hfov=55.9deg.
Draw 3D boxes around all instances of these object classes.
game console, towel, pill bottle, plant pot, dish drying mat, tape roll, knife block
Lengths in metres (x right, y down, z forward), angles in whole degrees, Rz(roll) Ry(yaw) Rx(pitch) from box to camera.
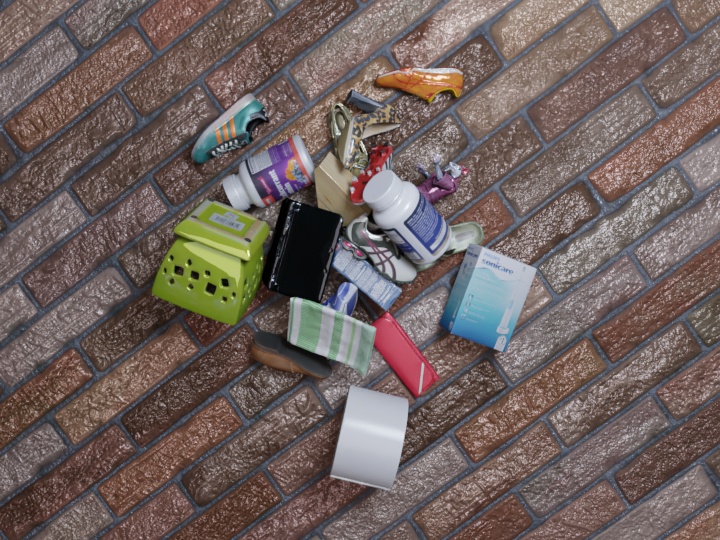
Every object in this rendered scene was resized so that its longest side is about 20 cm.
[{"bbox_3d":[-0.133,-0.045,1.504,0.115,0.176,0.203,15,94,-17],"label":"game console"},{"bbox_3d":[-0.067,0.140,1.468,0.197,0.023,0.154,22,135,13],"label":"towel"},{"bbox_3d":[0.095,-0.112,1.403,0.111,0.111,0.200,-45,125,3],"label":"pill bottle"},{"bbox_3d":[-0.308,-0.031,1.458,0.197,0.200,0.184,21,115,-1],"label":"plant pot"},{"bbox_3d":[0.097,0.196,1.579,0.076,0.018,0.201,-38,93,4],"label":"dish drying mat"},{"bbox_3d":[-0.202,-0.209,1.510,0.197,0.111,0.113,-26,93,3],"label":"pill bottle"},{"bbox_3d":[0.019,0.369,1.502,0.137,0.203,0.207,12,94,0],"label":"tape roll"},{"bbox_3d":[-0.006,-0.149,1.491,0.172,0.064,0.202,10,131,17],"label":"knife block"}]

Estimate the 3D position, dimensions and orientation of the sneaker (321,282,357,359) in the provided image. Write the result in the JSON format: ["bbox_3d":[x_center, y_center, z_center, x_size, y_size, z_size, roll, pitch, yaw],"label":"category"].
[{"bbox_3d":[-0.087,0.103,1.520,0.114,0.081,0.201,29,130,9],"label":"sneaker"}]

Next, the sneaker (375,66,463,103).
[{"bbox_3d":[0.131,-0.414,1.511,0.196,0.073,0.079,2,104,4],"label":"sneaker"}]

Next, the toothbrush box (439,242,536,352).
[{"bbox_3d":[0.283,0.060,1.517,0.144,0.085,0.203,18,96,-15],"label":"toothbrush box"}]

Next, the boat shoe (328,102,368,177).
[{"bbox_3d":[-0.025,-0.275,1.525,0.072,0.063,0.204,-14,93,2],"label":"boat shoe"}]

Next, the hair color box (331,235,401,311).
[{"bbox_3d":[0.000,0.000,1.526,0.199,0.100,0.061,40,95,-1],"label":"hair color box"}]

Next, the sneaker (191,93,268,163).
[{"bbox_3d":[-0.292,-0.302,1.525,0.200,0.071,0.080,-43,88,2],"label":"sneaker"}]

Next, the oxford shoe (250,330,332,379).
[{"bbox_3d":[-0.161,0.209,1.572,0.197,0.072,0.072,24,122,-1],"label":"oxford shoe"}]

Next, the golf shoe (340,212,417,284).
[{"bbox_3d":[0.053,-0.041,1.465,0.198,0.078,0.088,31,118,-19],"label":"golf shoe"}]

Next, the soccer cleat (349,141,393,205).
[{"bbox_3d":[0.031,-0.196,1.475,0.067,0.202,0.086,1,135,22],"label":"soccer cleat"}]

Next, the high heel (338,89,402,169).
[{"bbox_3d":[0.027,-0.289,1.480,0.141,0.071,0.203,20,63,-24],"label":"high heel"}]

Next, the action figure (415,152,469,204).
[{"bbox_3d":[0.155,-0.170,1.495,0.197,0.134,0.151,-26,94,6],"label":"action figure"}]

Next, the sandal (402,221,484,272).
[{"bbox_3d":[0.186,-0.060,1.539,0.198,0.057,0.081,-24,94,2],"label":"sandal"}]
